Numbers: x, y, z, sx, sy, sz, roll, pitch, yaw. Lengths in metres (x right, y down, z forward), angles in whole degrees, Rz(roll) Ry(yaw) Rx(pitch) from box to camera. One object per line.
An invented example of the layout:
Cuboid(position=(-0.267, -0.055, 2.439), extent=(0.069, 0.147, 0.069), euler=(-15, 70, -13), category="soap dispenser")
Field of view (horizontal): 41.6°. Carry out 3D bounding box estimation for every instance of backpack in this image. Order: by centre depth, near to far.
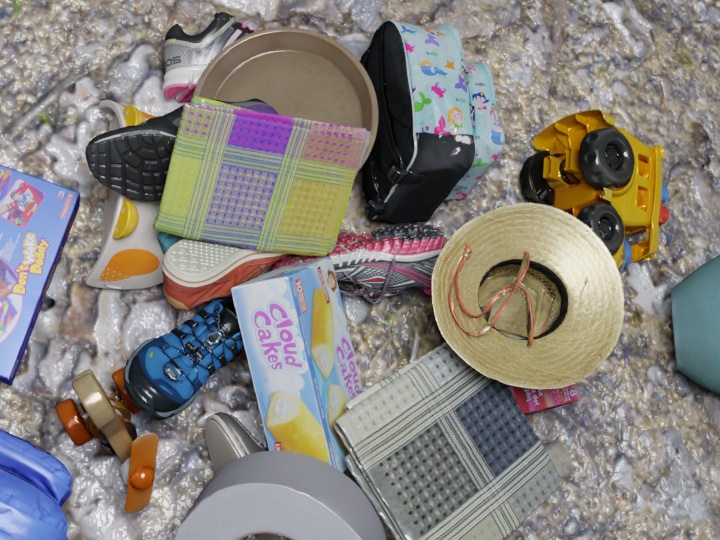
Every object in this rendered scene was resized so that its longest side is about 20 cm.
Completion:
Cuboid(position=(-0.332, 0.221, 0.813), extent=(0.161, 0.200, 0.169), euler=(24, 70, -9), category="backpack")
Cuboid(position=(0.066, -0.174, 1.057), extent=(0.149, 0.178, 0.202), euler=(-5, 67, -21), category="backpack")

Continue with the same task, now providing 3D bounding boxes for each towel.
Cuboid(position=(-0.092, -0.085, 0.917), extent=(0.198, 0.023, 0.145), euler=(5, 118, -29), category="towel")
Cuboid(position=(0.086, 0.181, 0.934), extent=(0.199, 0.035, 0.194), euler=(-29, 86, -32), category="towel")

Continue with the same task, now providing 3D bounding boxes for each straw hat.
Cuboid(position=(0.160, 0.033, 0.972), extent=(0.198, 0.085, 0.204), euler=(3, 74, -9), category="straw hat")

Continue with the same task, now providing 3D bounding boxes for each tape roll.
Cuboid(position=(-0.076, 0.275, 0.891), extent=(0.197, 0.066, 0.203), euler=(3, 107, 9), category="tape roll")

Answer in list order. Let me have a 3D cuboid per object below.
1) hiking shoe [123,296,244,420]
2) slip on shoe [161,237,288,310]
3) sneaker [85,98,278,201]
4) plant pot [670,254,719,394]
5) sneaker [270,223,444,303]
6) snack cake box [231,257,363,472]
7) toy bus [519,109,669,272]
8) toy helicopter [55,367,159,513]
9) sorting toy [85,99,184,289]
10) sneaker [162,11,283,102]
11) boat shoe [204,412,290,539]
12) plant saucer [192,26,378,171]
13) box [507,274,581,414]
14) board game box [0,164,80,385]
Cuboid(position=(-0.157, 0.069, 0.917), extent=(0.074, 0.087, 0.200), euler=(44, 26, -1), category="hiking shoe")
Cuboid(position=(-0.129, -0.015, 0.977), extent=(0.074, 0.062, 0.199), euler=(37, 38, 18), category="slip on shoe")
Cuboid(position=(-0.170, -0.126, 0.931), extent=(0.198, 0.076, 0.088), euler=(-7, 41, -20), category="sneaker")
Cuboid(position=(0.438, 0.065, 1.119), extent=(0.133, 0.200, 0.203), euler=(-4, 74, 18), category="plant pot")
Cuboid(position=(0.000, 0.000, 1.045), extent=(0.197, 0.081, 0.076), euler=(-5, 108, -11), category="sneaker")
Cuboid(position=(-0.054, 0.098, 0.948), extent=(0.066, 0.115, 0.203), euler=(-11, 96, 23), category="snack cake box")
Cuboid(position=(0.297, -0.064, 1.136), extent=(0.190, 0.135, 0.203), euler=(16, 73, -29), category="toy bus")
Cuboid(position=(-0.227, 0.146, 0.865), extent=(0.078, 0.200, 0.133), euler=(-28, 75, -15), category="toy helicopter")
Cuboid(position=(-0.185, -0.080, 1.009), extent=(0.178, 0.106, 0.203), euler=(10, 72, -35), category="sorting toy")
Cuboid(position=(-0.132, -0.252, 1.068), extent=(0.198, 0.074, 0.089), euler=(-13, 86, -15), category="sneaker")
Cuboid(position=(-0.092, 0.227, 0.965), extent=(0.057, 0.067, 0.202), euler=(-29, 91, -41), category="boat shoe")
Cuboid(position=(-0.079, -0.160, 1.000), extent=(0.197, 0.030, 0.203), euler=(0, 75, -1), category="plant saucer")
Cuboid(position=(0.162, 0.063, 1.063), extent=(0.094, 0.100, 0.203), euler=(-9, 78, -18), category="box")
Cuboid(position=(-0.377, -0.005, 0.942), extent=(0.133, 0.045, 0.202), euler=(20, 71, -12), category="board game box")
